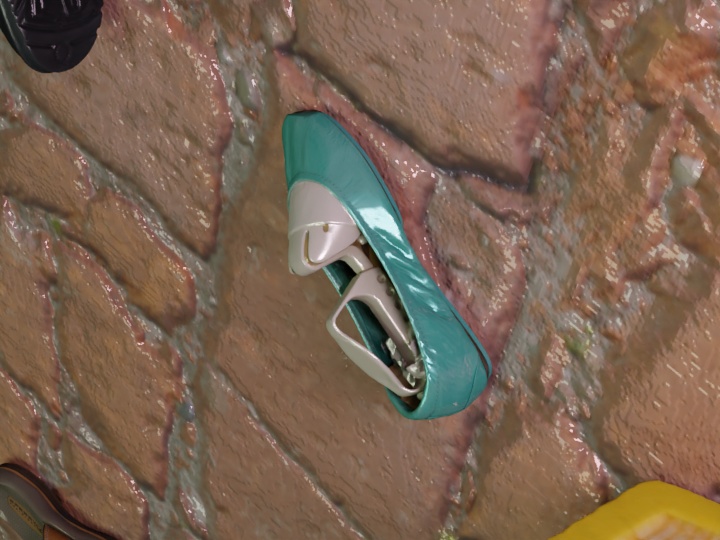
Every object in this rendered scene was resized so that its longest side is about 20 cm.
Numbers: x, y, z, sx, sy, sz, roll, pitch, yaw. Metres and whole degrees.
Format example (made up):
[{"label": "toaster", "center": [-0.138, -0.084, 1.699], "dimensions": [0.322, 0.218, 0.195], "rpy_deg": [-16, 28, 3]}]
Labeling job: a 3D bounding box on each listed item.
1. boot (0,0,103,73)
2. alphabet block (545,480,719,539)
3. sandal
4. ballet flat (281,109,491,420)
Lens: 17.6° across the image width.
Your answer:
[{"label": "boot", "center": [-0.252, -0.218, 1.459], "dimensions": [0.167, 0.076, 0.201], "rpy_deg": [-2, 108, 45]}, {"label": "alphabet block", "center": [0.167, 0.256, 1.216], "dimensions": [0.195, 0.196, 0.201], "rpy_deg": [17, 120, 39]}, {"label": "sandal", "center": [-0.227, 0.223, 1.776], "dimensions": [0.200, 0.054, 0.082], "rpy_deg": [39, 140, 23]}, {"label": "ballet flat", "center": [0.000, 0.000, 1.341], "dimensions": [0.201, 0.070, 0.067], "rpy_deg": [57, 144, 0]}]
